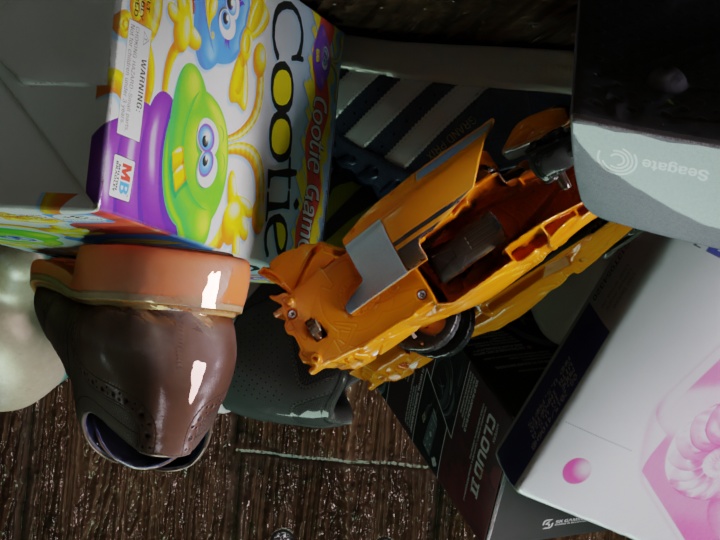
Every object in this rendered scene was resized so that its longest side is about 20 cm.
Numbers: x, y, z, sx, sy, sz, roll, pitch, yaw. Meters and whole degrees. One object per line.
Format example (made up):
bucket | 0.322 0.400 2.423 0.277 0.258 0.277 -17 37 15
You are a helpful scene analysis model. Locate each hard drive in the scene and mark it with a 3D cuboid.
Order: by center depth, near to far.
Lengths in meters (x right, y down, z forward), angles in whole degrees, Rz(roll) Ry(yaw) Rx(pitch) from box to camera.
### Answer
hard drive | 0.158 -0.044 0.548 0.198 0.043 0.135 8 -148 4

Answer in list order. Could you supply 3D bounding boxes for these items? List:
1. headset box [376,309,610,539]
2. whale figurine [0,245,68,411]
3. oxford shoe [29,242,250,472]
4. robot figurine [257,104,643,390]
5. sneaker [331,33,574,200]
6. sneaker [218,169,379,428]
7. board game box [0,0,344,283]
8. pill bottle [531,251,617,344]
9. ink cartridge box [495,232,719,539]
headset box | 0.097 0.050 0.926 0.147 0.078 0.200 -4 -146 -24
whale figurine | -0.182 -0.034 0.864 0.158 0.201 0.104 16 -135 41
oxford shoe | -0.085 0.033 0.678 0.071 0.074 0.200 5 175 -10
robot figurine | 0.065 -0.029 0.688 0.199 0.058 0.145 -35 167 7
sneaker | 0.013 -0.049 0.786 0.198 0.085 0.075 4 175 13
sneaker | 0.000 0.000 0.831 0.084 0.200 0.075 21 142 21
board game box | -0.088 -0.058 0.671 0.104 0.104 0.200 3 175 19
pill bottle | 0.185 -0.012 0.872 0.198 0.115 0.114 6 175 -14
ink cartridge box | 0.188 0.040 0.809 0.199 0.197 0.043 22 -162 -21
